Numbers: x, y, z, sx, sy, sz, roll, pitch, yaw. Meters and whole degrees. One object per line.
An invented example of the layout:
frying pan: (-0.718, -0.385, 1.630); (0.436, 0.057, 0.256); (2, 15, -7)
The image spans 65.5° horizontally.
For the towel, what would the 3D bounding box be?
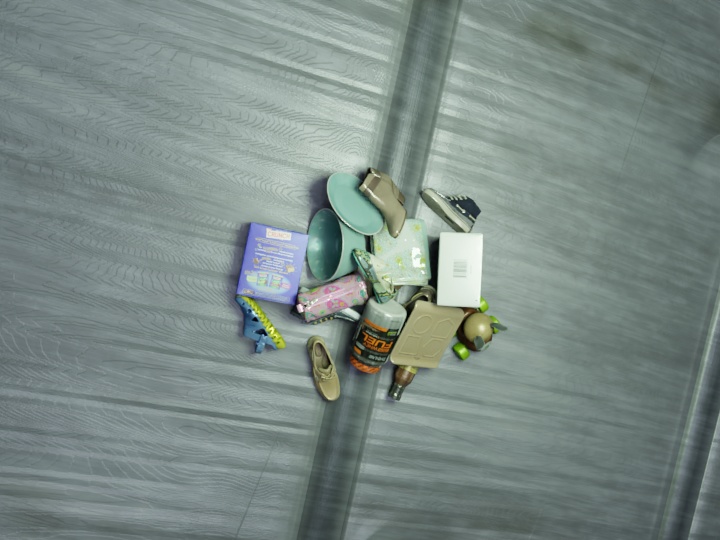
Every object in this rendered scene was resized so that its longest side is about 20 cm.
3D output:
towel: (0.115, -0.054, 1.629); (0.169, 0.048, 0.203); (-1, 77, -18)

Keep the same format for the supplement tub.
supplement tub: (0.045, 0.185, 1.613); (0.121, 0.123, 0.202); (14, 111, -15)

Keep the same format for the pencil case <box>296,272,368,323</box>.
pencil case: (-0.080, 0.074, 1.543); (0.198, 0.087, 0.088); (-19, 100, -8)

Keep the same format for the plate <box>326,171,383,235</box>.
plate: (-0.018, -0.179, 1.526); (0.200, 0.201, 0.026); (41, 129, -15)

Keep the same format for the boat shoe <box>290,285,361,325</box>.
boat shoe: (-0.101, 0.124, 1.618); (0.198, 0.071, 0.092); (24, 90, -8)

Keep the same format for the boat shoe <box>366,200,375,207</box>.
boat shoe: (0.013, -0.188, 1.620); (0.198, 0.072, 0.077); (-5, 82, -20)

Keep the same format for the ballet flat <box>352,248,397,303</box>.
ballet flat: (0.046, 0.005, 1.515); (0.074, 0.074, 0.201); (-37, 130, -8)

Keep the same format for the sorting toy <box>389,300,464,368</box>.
sorting toy: (0.190, 0.185, 1.619); (0.183, 0.036, 0.202); (12, 110, -32)

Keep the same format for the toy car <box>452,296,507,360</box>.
toy car: (0.358, 0.185, 1.667); (0.164, 0.200, 0.159); (-37, 103, -7)

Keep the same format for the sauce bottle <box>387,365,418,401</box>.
sauce bottle: (0.140, 0.294, 1.695); (0.065, 0.066, 0.202); (26, 90, -15)

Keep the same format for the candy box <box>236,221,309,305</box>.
candy box: (-0.244, -0.021, 1.560); (0.167, 0.077, 0.203); (12, 93, -14)

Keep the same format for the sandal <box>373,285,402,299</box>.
sandal: (0.105, 0.015, 1.660); (0.079, 0.057, 0.202); (32, 86, -16)

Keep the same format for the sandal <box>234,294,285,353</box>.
sandal: (-0.295, 0.156, 1.567); (0.087, 0.079, 0.201); (-34, 101, -4)

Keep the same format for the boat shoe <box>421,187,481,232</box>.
boat shoe: (0.275, -0.201, 1.681); (0.200, 0.075, 0.093); (41, 79, -22)

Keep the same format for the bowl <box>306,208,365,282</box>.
bowl: (-0.059, -0.068, 1.557); (0.104, 0.200, 0.204); (1, 96, -33)

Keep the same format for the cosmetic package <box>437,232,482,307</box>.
cosmetic package: (0.285, -0.003, 1.612); (0.121, 0.200, 0.202); (3, 90, 11)

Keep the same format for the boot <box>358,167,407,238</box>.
boot: (0.057, -0.194, 1.545); (0.146, 0.201, 0.070); (34, 127, -22)

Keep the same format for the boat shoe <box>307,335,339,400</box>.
boat shoe: (-0.108, 0.292, 1.631); (0.071, 0.064, 0.202); (-21, 100, -11)

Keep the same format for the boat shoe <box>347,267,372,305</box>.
boat shoe: (0.000, 0.000, 1.631); (0.068, 0.075, 0.203); (-2, 101, -25)

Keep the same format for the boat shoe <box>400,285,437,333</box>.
boat shoe: (0.146, 0.127, 1.637); (0.072, 0.059, 0.200); (44, 118, 7)
